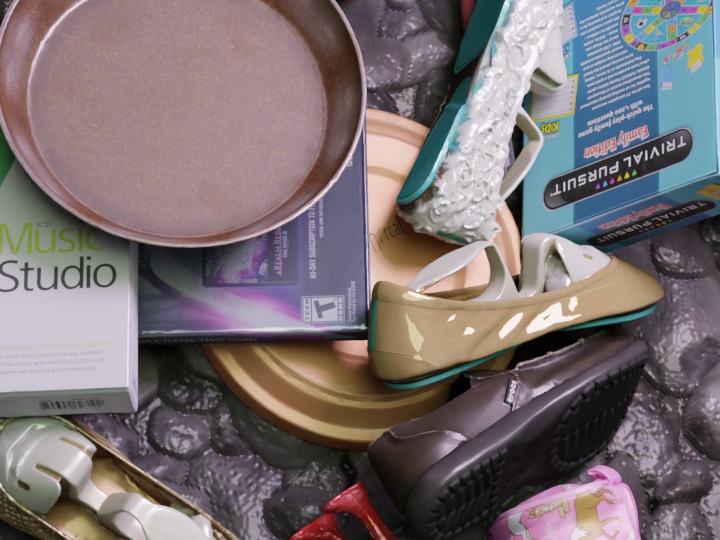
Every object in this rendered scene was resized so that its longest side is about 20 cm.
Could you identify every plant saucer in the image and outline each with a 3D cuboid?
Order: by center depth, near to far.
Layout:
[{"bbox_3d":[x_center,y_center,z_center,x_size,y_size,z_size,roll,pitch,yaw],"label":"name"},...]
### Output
[{"bbox_3d":[-0.096,-0.095,1.180,0.198,0.035,0.202,3,64,-7],"label":"plant saucer"},{"bbox_3d":[0.000,0.000,1.245,0.198,0.032,0.202,5,69,-13],"label":"plant saucer"}]

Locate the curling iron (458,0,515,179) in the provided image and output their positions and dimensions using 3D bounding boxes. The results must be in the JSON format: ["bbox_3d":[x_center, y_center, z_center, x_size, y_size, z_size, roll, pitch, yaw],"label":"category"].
[{"bbox_3d":[0.060,-0.141,1.313,0.049,0.026,0.202,-11,73,-14],"label":"curling iron"}]

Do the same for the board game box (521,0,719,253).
[{"bbox_3d":[0.159,-0.120,1.261,0.047,0.150,0.202,17,65,-37],"label":"board game box"}]

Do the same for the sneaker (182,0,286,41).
[{"bbox_3d":[-0.054,-0.189,1.272,0.199,0.070,0.094,-35,82,-13],"label":"sneaker"}]

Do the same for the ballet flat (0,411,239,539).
[{"bbox_3d":[-0.134,0.118,1.151,0.199,0.065,0.071,31,64,-1],"label":"ballet flat"}]

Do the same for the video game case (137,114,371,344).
[{"bbox_3d":[-0.094,-0.028,1.212,0.198,0.019,0.144,-1,67,-1],"label":"video game case"}]

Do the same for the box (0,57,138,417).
[{"bbox_3d":[-0.190,-0.019,1.175,0.143,0.036,0.202,-3,62,0],"label":"box"}]

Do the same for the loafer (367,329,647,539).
[{"bbox_3d":[0.081,0.074,1.199,0.071,0.073,0.199,37,40,28],"label":"loafer"}]

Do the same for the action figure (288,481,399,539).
[{"bbox_3d":[0.035,0.210,1.160,0.052,0.065,0.201,-27,76,-47],"label":"action figure"}]

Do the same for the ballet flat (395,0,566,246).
[{"bbox_3d":[0.079,-0.099,1.255,0.071,0.072,0.201,25,70,-4],"label":"ballet flat"}]

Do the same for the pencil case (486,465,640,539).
[{"bbox_3d":[0.133,0.209,1.174,0.086,0.083,0.202,-15,74,-17],"label":"pencil case"}]

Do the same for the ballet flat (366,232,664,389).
[{"bbox_3d":[0.088,0.011,1.204,0.199,0.068,0.064,-16,102,-36],"label":"ballet flat"}]
